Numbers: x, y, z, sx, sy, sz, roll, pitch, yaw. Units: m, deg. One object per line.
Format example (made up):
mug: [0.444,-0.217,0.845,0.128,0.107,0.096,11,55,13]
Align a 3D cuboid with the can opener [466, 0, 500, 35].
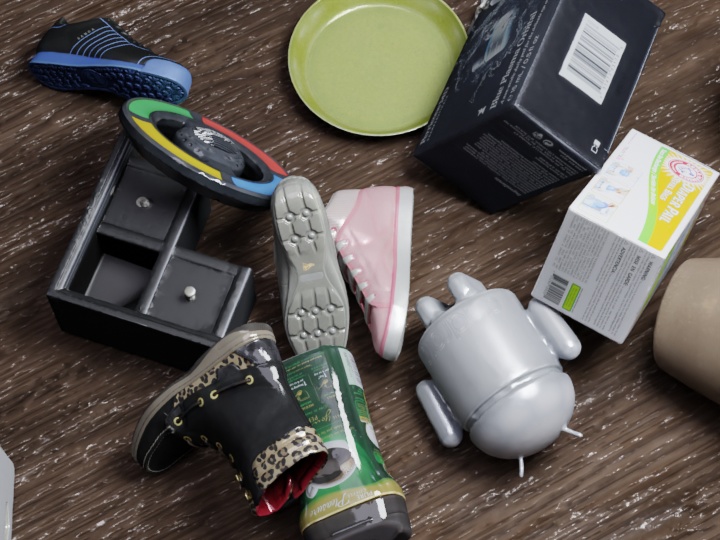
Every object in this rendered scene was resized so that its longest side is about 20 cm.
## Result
can opener: [0.178,-0.333,1.806,0.067,0.053,0.201,35,66,-18]

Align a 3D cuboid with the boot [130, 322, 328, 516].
boot: [-0.123,0.164,1.508,0.200,0.073,0.151,-44,61,21]

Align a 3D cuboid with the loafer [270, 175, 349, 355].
loafer: [-0.049,0.003,1.596,0.070,0.070,0.201,-6,108,1]

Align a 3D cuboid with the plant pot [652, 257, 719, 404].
plant pot: [0.382,0.062,1.545,0.174,0.200,0.201,18,65,27]

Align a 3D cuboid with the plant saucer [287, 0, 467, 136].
plant saucer: [0.021,-0.228,1.761,0.199,0.031,0.201,-1,66,1]

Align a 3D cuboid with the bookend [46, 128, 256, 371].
bookend: [-0.183,-0.012,1.630,0.199,0.092,0.199,18,66,8]

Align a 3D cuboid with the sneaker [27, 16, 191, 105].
sneaker: [-0.263,-0.232,1.733,0.199,0.070,0.078,12,64,22]

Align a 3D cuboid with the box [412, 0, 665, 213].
box: [0.178,-0.186,1.632,0.117,0.200,0.197,33,66,-18]

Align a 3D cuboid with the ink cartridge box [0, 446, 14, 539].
ink cartridge box: [-0.438,0.238,1.523,0.199,0.083,0.146,-3,65,0]

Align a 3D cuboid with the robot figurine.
robot figurine: [0.132,0.099,1.560,0.169,0.113,0.200,-40,66,17]

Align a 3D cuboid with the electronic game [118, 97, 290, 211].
electronic game: [-0.154,-0.120,1.640,0.200,0.200,0.042,34,107,16]

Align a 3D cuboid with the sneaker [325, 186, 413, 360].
sneaker: [0.000,0.000,1.630,0.104,0.075,0.201,4,57,-2]

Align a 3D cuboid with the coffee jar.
coffee jar: [-0.026,0.179,1.536,0.104,0.085,0.201,-22,67,5]

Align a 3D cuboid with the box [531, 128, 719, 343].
box: [0.262,-0.038,1.576,0.101,0.113,0.200,29,36,12]
